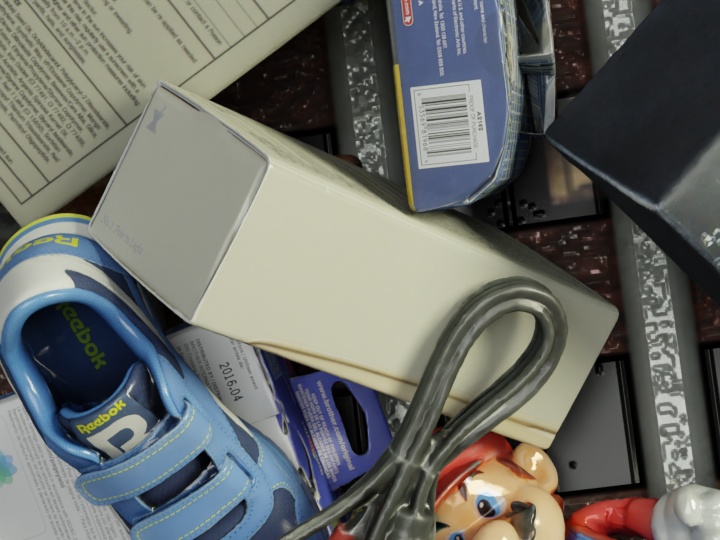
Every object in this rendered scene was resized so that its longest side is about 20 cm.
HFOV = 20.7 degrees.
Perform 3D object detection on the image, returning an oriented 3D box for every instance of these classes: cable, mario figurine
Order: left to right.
[{"bbox_3d":[0.012,0.089,0.798,0.097,0.050,0.201,18,95,-9],"label":"cable"},{"bbox_3d":[0.090,0.141,0.843,0.199,0.106,0.124,33,55,3],"label":"mario figurine"}]

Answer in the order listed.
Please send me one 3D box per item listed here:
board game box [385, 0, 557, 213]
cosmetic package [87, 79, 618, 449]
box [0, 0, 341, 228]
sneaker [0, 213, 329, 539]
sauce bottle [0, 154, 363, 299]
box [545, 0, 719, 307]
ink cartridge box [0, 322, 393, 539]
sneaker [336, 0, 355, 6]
[{"bbox_3d":[0.051,-0.130,0.845,0.061,0.200,0.201,-6,93,10],"label":"board game box"},{"bbox_3d":[0.000,0.000,0.819,0.103,0.199,0.073,37,103,52],"label":"cosmetic package"},{"bbox_3d":[-0.098,-0.134,0.844,0.200,0.109,0.128,-34,104,19],"label":"box"},{"bbox_3d":[-0.086,0.072,0.805,0.074,0.082,0.200,-37,100,6],"label":"sneaker"},{"bbox_3d":[-0.096,-0.019,0.917,0.199,0.066,0.066,-1,84,9],"label":"sauce bottle"},{"bbox_3d":[0.220,-0.054,0.797,0.197,0.117,0.200,41,93,-25],"label":"box"},{"bbox_3d":[-0.085,0.099,0.887,0.199,0.076,0.137,-21,92,8],"label":"ink cartridge box"},{"bbox_3d":[-0.074,-0.199,0.934,0.200,0.085,0.077,44,67,-9],"label":"sneaker"}]
